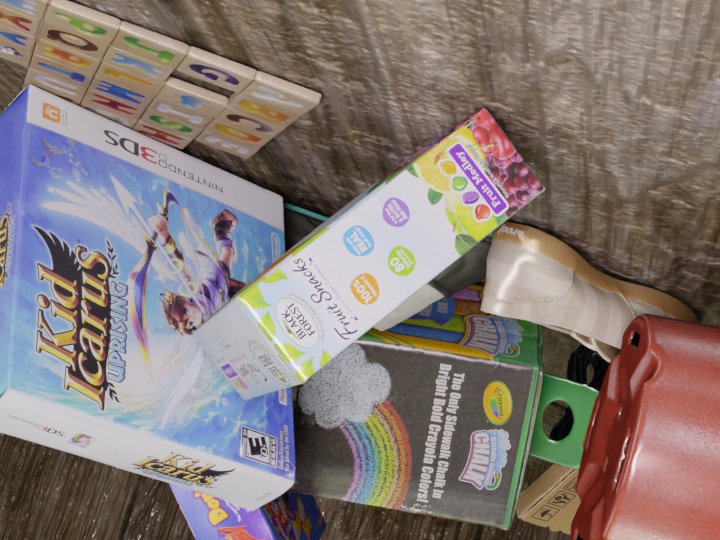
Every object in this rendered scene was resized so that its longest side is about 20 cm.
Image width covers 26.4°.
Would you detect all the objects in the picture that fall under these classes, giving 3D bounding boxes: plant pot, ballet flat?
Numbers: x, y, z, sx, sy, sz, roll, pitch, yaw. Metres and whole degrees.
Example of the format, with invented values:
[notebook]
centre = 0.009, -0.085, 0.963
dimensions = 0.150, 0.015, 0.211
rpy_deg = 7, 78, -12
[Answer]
[plant pot]
centre = 0.229, 0.119, 0.849
dimensions = 0.194, 0.202, 0.201
rpy_deg = 15, 170, 1
[ballet flat]
centre = 0.000, 0.000, 0.961
dimensions = 0.199, 0.069, 0.068
rpy_deg = 8, 165, 37

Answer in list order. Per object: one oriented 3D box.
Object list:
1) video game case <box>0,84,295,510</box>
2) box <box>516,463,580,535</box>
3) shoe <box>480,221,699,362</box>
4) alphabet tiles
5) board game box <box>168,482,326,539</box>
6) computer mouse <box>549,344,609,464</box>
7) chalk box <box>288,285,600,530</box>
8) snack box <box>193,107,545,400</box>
[video game case]
centre = -0.121, 0.015, 0.854
dimensions = 0.181, 0.201, 0.045
rpy_deg = 22, 137, -34
[box]
centre = 0.235, 0.138, 1.116
dimensions = 0.163, 0.021, 0.200
rpy_deg = 21, 127, -31
[shoe]
centre = 0.139, 0.027, 0.930
dimensions = 0.070, 0.054, 0.200
rpy_deg = 6, 166, 46
[alphabet tiles]
centre = -0.122, -0.098, 0.799
dimensions = 0.167, 0.008, 0.200
rpy_deg = 19, 170, -14
[board game box]
centre = -0.079, 0.136, 1.019
dimensions = 0.045, 0.135, 0.200
rpy_deg = -26, 178, 4
[computer mouse]
centre = 0.094, 0.071, 1.174
dimensions = 0.199, 0.110, 0.044
rpy_deg = 21, 146, 17
[chalk box]
centre = 0.058, 0.085, 1.032
dimensions = 0.199, 0.125, 0.124
rpy_deg = 10, -158, 0
[snack box]
centre = -0.005, 0.000, 0.753
dimensions = 0.053, 0.142, 0.200
rpy_deg = 51, 166, -2
